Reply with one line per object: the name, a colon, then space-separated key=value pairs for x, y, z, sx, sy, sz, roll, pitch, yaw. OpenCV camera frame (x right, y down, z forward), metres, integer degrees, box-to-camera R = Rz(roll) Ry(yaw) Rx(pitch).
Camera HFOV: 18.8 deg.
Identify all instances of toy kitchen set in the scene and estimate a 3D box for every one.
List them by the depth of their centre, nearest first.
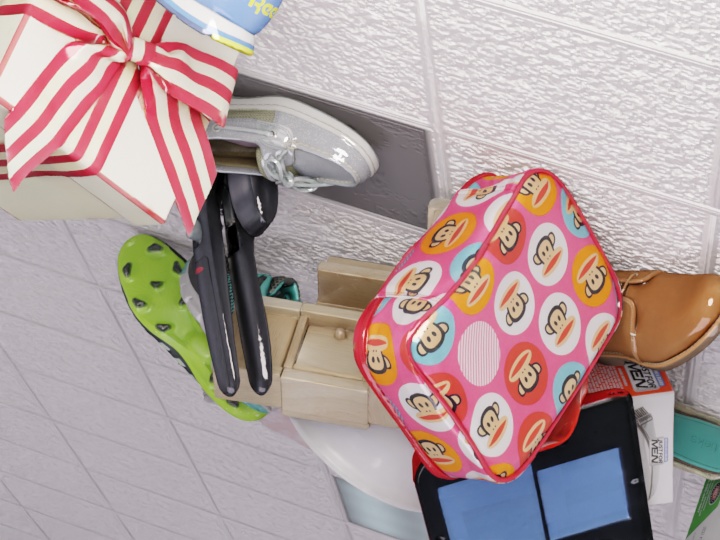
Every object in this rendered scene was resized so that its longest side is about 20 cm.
toy kitchen set: x=0.000 y=0.000 z=1.681 sx=0.199 sy=0.163 sz=0.181 roll=8 pitch=135 yaw=9

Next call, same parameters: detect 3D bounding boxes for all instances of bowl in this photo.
bowl: x=0.036 y=0.099 z=1.838 sx=0.201 sy=0.201 sz=0.090 roll=28 pitch=122 yaw=-15

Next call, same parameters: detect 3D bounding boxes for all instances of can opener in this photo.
can opener: x=-0.099 y=-0.003 z=1.633 sx=0.063 sy=0.201 sz=0.079 roll=3 pitch=165 yaw=-20

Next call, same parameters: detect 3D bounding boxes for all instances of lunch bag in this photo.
lunch bag: x=0.100 y=0.046 z=1.511 sx=0.082 sy=0.200 sz=0.176 roll=-2 pitch=130 yaw=48

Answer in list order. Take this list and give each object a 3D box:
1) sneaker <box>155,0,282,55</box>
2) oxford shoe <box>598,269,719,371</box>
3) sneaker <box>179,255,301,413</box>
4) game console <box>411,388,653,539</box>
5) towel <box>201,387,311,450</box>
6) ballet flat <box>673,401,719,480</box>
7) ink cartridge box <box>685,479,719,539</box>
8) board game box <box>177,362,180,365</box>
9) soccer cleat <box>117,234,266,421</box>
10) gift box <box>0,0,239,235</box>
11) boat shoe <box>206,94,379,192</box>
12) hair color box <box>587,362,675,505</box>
sneaker: x=-0.122 y=-0.215 z=1.302 sx=0.200 sy=0.082 sz=0.074 roll=39 pitch=-171 yaw=3
oxford shoe: x=0.201 y=0.028 z=1.588 sx=0.071 sy=0.071 sz=0.200 roll=35 pitch=158 yaw=-19
sneaker: x=-0.088 y=0.033 z=1.842 sx=0.078 sy=0.091 sz=0.200 roll=34 pitch=-163 yaw=-38
game console: x=0.137 y=0.181 z=1.704 sx=0.176 sy=0.031 sz=0.200 roll=-13 pitch=134 yaw=2
towel: x=-0.043 y=0.135 z=2.060 sx=0.191 sy=0.032 sz=0.200 roll=26 pitch=161 yaw=-12
ballet flat: x=0.225 y=0.125 z=1.823 sx=0.200 sy=0.068 sz=0.062 roll=28 pitch=170 yaw=-15
ink cartridge box: x=0.354 y=0.232 z=1.840 sx=0.083 sy=0.147 sz=0.200 roll=28 pitch=159 yaw=-13
board game box: x=-0.079 y=0.084 z=2.072 sx=0.199 sy=0.040 sz=0.153 roll=20 pitch=160 yaw=5
soccer cleat: x=-0.149 y=0.056 z=1.939 sx=0.200 sy=0.067 sz=0.081 roll=52 pitch=172 yaw=12
gift box: x=-0.193 y=-0.122 z=1.431 sx=0.186 sy=0.201 sz=0.184 roll=-1 pitch=155 yaw=46
boat shoe: x=-0.083 y=-0.089 z=1.584 sx=0.201 sy=0.065 sz=0.074 roll=16 pitch=160 yaw=18
hair color box: x=0.148 y=0.138 z=1.742 sx=0.199 sy=0.064 sz=0.111 roll=-6 pitch=121 yaw=-3
